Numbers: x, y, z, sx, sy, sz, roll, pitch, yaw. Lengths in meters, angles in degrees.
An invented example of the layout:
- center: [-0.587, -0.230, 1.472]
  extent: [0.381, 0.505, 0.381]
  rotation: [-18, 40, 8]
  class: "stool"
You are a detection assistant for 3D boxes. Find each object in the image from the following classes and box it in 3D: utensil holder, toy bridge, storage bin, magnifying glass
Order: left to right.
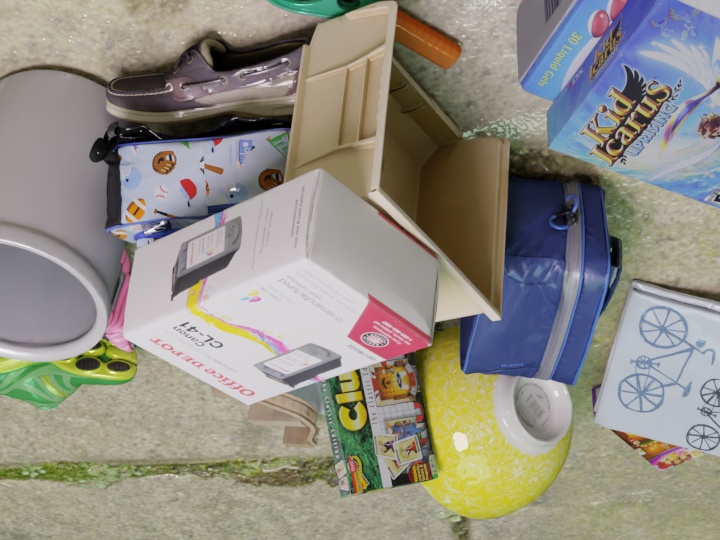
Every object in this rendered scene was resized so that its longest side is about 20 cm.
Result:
- center: [-0.284, -0.050, 1.302]
  extent: [0.169, 0.201, 0.170]
  rotation: [4, 142, 3]
  class: "utensil holder"
- center: [-0.084, 0.146, 1.544]
  extent: [0.067, 0.027, 0.200]
  rotation: [1, 158, 22]
  class: "toy bridge"
- center: [-0.003, -0.220, 1.225]
  extent: [0.199, 0.022, 0.080]
  rotation: [24, 139, -25]
  class: "magnifying glass"
- center: [0.036, -0.084, 1.224]
  extent: [0.093, 0.200, 0.200]
  rotation: [-13, 144, 30]
  class: "storage bin"

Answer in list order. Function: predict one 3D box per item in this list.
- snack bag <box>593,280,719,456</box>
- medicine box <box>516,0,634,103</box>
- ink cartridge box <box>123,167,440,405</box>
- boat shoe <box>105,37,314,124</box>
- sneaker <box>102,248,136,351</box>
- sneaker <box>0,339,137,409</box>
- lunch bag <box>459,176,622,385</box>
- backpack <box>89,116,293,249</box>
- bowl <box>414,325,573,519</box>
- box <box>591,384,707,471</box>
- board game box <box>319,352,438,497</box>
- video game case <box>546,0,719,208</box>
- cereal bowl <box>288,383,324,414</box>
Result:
- center: [0.352, 0.110, 1.524]
  extent: [0.199, 0.021, 0.189]
  rotation: [15, 127, 9]
  class: "snack bag"
- center: [0.250, -0.203, 1.162]
  extent: [0.199, 0.103, 0.182]
  rotation: [18, 138, -15]
  class: "medicine box"
- center: [-0.060, 0.019, 1.139]
  extent: [0.199, 0.086, 0.147]
  rotation: [-23, 139, 36]
  class: "ink cartridge box"
- center: [-0.125, -0.166, 1.267]
  extent: [0.199, 0.072, 0.065]
  rotation: [0, 120, 16]
  class: "boat shoe"
- center: [-0.273, 0.020, 1.470]
  extent: [0.095, 0.079, 0.200]
  rotation: [16, 158, 9]
  class: "sneaker"
- center: [-0.322, 0.102, 1.592]
  extent: [0.199, 0.074, 0.084]
  rotation: [-1, 138, 20]
  class: "sneaker"
- center: [0.170, 0.004, 1.386]
  extent: [0.131, 0.136, 0.201]
  rotation: [6, 138, -3]
  class: "lunch bag"
- center: [-0.106, -0.057, 1.266]
  extent: [0.189, 0.155, 0.200]
  rotation: [-13, 174, 14]
  class: "backpack"
- center: [0.147, 0.142, 1.482]
  extent: [0.200, 0.201, 0.107]
  rotation: [28, 152, -26]
  class: "bowl"
- center: [0.369, 0.139, 1.601]
  extent: [0.199, 0.039, 0.137]
  rotation: [-28, 130, 32]
  class: "box"
- center: [0.009, 0.108, 1.416]
  extent: [0.104, 0.201, 0.023]
  rotation: [-6, 170, -31]
  class: "board game box"
- center: [0.266, -0.140, 1.121]
  extent: [0.180, 0.046, 0.200]
  rotation: [18, 138, -15]
  class: "video game case"
- center: [-0.059, 0.080, 1.513]
  extent: [0.199, 0.084, 0.200]
  rotation: [10, 160, 4]
  class: "cereal bowl"
